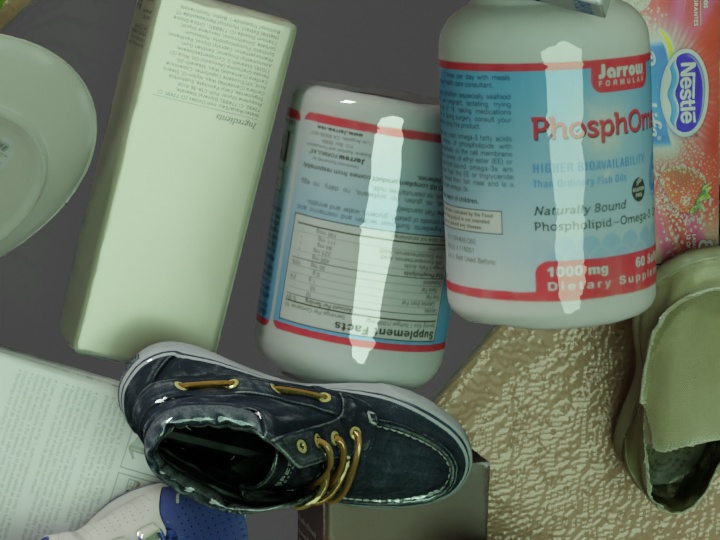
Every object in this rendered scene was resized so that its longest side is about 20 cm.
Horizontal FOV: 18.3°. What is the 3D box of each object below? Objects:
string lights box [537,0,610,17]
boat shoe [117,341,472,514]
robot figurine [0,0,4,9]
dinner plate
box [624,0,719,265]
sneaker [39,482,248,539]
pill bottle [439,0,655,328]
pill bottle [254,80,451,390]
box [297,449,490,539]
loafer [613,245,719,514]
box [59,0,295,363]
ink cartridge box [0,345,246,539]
[{"bbox_3d":[0.033,-0.196,1.069,0.200,0.059,0.103,16,92,7],"label":"string lights box"},{"bbox_3d":[-0.027,0.099,1.164,0.200,0.091,0.071,14,109,-19],"label":"boat shoe"},{"bbox_3d":[-0.268,-0.150,1.140,0.200,0.116,0.176,-23,118,-11],"label":"robot figurine"},{"bbox_3d":[-0.228,-0.045,1.154,0.200,0.024,0.200,-20,147,-14],"label":"dinner plate"},{"bbox_3d":[0.141,-0.106,1.274,0.095,0.103,0.200,-4,100,-16],"label":"box"},{"bbox_3d":[-0.143,0.168,1.118,0.199,0.115,0.081,-13,99,-20],"label":"sneaker"},{"bbox_3d":[0.096,-0.077,1.156,0.109,0.109,0.200,-6,101,-15],"label":"pill bottle"},{"bbox_3d":[0.000,0.000,1.248,0.109,0.109,0.200,7,98,-17],"label":"pill bottle"},{"bbox_3d":[0.016,0.201,1.309,0.100,0.075,0.200,-1,102,-15],"label":"box"},{"bbox_3d":[0.194,0.066,1.287,0.076,0.068,0.200,-10,138,-11],"label":"loafer"},{"bbox_3d":[-0.101,-0.049,1.224,0.082,0.068,0.200,14,96,-18],"label":"box"},{"bbox_3d":[-0.160,0.154,1.194,0.173,0.044,0.200,19,87,-22],"label":"ink cartridge box"}]
